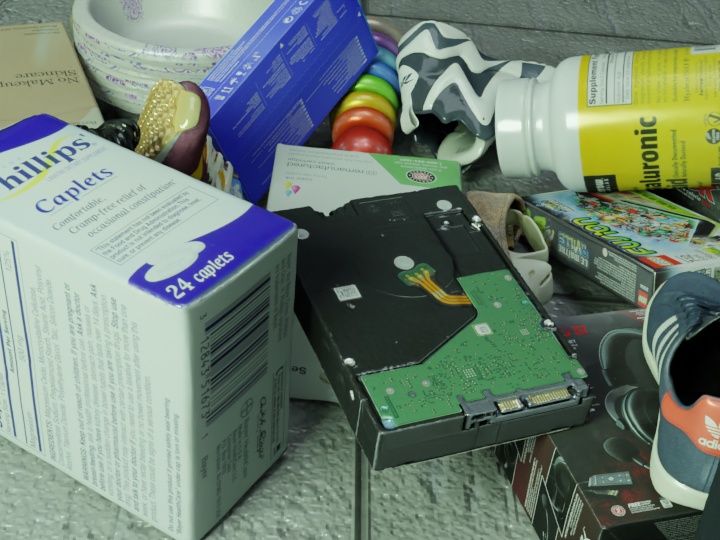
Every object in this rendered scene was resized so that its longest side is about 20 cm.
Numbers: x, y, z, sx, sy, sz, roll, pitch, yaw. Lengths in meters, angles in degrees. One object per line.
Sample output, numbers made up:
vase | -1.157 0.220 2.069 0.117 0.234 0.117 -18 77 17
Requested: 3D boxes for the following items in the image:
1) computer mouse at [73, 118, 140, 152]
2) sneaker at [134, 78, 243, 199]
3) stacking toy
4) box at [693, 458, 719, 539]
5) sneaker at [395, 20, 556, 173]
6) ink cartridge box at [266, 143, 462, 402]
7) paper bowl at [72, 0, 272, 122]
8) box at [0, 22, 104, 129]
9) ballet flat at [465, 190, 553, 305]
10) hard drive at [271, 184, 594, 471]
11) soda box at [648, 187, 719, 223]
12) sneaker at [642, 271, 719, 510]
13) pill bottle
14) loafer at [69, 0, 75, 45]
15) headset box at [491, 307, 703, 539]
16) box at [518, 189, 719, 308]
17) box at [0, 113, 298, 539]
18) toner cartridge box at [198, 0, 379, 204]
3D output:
computer mouse | -0.144 -0.027 0.848 0.110 0.200 0.044 0 56 34
sneaker | -0.119 -0.072 0.896 0.090 0.200 0.075 14 69 -17
stacking toy | 0.006 -0.141 1.113 0.085 0.085 0.200 4 41 -3
box | 0.260 0.172 0.598 0.124 0.197 0.200 -4 36 -15
sneaker | 0.117 -0.127 1.114 0.199 0.079 0.130 24 60 -25
ink cartridge box | 0.000 0.000 0.896 0.145 0.088 0.200 6 38 -1
paper bowl | -0.155 -0.192 1.127 0.200 0.104 0.201 4 36 -3
box | -0.270 -0.126 1.038 0.095 0.078 0.200 -9 38 -21
ballet flat | 0.107 -0.003 0.929 0.067 0.068 0.200 -2 36 3
hard drive | 0.036 0.027 0.768 0.140 0.038 0.200 -10 43 -20
soda box | 0.305 -0.083 1.075 0.063 0.071 0.200 -18 42 -31
sneaker | 0.209 0.046 0.734 0.075 0.085 0.200 9 35 3
pill bottle | 0.213 -0.119 1.004 0.200 0.111 0.111 -2 32 17
loafer | -0.249 -0.284 1.273 0.076 0.068 0.200 4 35 -4
headset box | 0.168 0.102 0.788 0.149 0.077 0.200 -5 38 -16
box | 0.213 -0.021 0.958 0.110 0.035 0.200 -9 21 -21
box | -0.147 0.030 0.745 0.200 0.184 0.105 24 41 23
toner cartridge box | -0.066 -0.156 1.039 0.043 0.095 0.200 15 56 35
